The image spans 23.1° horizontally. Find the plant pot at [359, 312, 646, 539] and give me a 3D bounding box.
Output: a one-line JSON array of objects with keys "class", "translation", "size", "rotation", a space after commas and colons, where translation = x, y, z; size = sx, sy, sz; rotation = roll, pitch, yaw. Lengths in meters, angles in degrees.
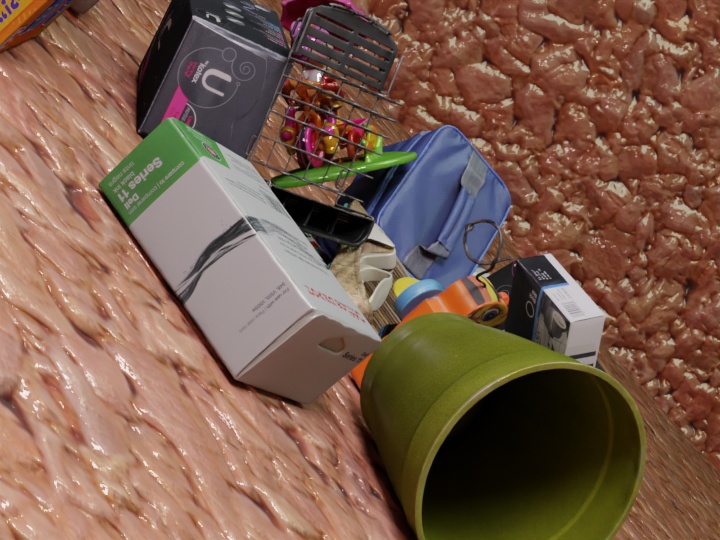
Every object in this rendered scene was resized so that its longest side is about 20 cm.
[{"class": "plant pot", "translation": [0.093, 0.127, 1.418], "size": [0.200, 0.200, 0.193], "rotation": [43, -1, -33]}]

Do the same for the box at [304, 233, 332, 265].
[{"class": "box", "translation": [-0.092, -0.037, 1.614], "size": [0.110, 0.035, 0.200], "rotation": [51, 9, 8]}]

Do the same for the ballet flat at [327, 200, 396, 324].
[{"class": "ballet flat", "translation": [0.000, 0.000, 1.654], "size": [0.200, 0.065, 0.071], "rotation": [-75, 169, -54]}]

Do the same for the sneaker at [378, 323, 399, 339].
[{"class": "sneaker", "translation": [0.078, 0.122, 1.619], "size": [0.071, 0.083, 0.200], "rotation": [39, 14, -50]}]

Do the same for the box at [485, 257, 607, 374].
[{"class": "box", "translation": [0.157, 0.119, 1.736], "size": [0.200, 0.148, 0.124], "rotation": [57, -3, 41]}]

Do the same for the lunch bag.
[{"class": "lunch bag", "translation": [0.058, -0.048, 1.845], "size": [0.136, 0.200, 0.132], "rotation": [44, -33, -21]}]

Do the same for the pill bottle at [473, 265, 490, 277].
[{"class": "pill bottle", "translation": [0.080, 0.010, 1.986], "size": [0.200, 0.114, 0.114], "rotation": [54, 11, 32]}]

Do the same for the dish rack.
[{"class": "dish rack", "translation": [-0.025, -0.133, 1.582], "size": [0.054, 0.201, 0.153], "rotation": [24, 4, 38]}]

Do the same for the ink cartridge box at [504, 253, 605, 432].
[{"class": "ink cartridge box", "translation": [0.157, 0.095, 1.514], "size": [0.100, 0.039, 0.201], "rotation": [-128, -145, -49]}]

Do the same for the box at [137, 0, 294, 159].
[{"class": "box", "translation": [-0.140, -0.189, 1.653], "size": [0.106, 0.123, 0.200], "rotation": [23, 16, -15]}]

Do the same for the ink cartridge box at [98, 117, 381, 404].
[{"class": "ink cartridge box", "translation": [-0.089, -0.004, 1.342], "size": [0.200, 0.083, 0.147], "rotation": [53, 9, 24]}]

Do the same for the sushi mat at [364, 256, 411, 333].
[{"class": "sushi mat", "translation": [0.048, 0.066, 1.714], "size": [0.012, 0.096, 0.200], "rotation": [-1, 42, -36]}]

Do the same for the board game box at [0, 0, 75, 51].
[{"class": "board game box", "translation": [-0.269, -0.316, 1.385], "size": [0.200, 0.200, 0.200], "rotation": [48, 9, -8]}]

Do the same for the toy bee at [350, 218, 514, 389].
[{"class": "toy bee", "translation": [0.089, 0.050, 1.561], "size": [0.109, 0.200, 0.131], "rotation": [10, 61, -48]}]

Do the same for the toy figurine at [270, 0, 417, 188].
[{"class": "toy figurine", "translation": [-0.041, -0.183, 1.732], "size": [0.200, 0.150, 0.185], "rotation": [-26, 107, -67]}]

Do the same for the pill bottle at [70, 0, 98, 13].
[{"class": "pill bottle", "translation": [-0.297, -0.354, 1.686], "size": [0.200, 0.112, 0.112], "rotation": [47, 10, -12]}]
